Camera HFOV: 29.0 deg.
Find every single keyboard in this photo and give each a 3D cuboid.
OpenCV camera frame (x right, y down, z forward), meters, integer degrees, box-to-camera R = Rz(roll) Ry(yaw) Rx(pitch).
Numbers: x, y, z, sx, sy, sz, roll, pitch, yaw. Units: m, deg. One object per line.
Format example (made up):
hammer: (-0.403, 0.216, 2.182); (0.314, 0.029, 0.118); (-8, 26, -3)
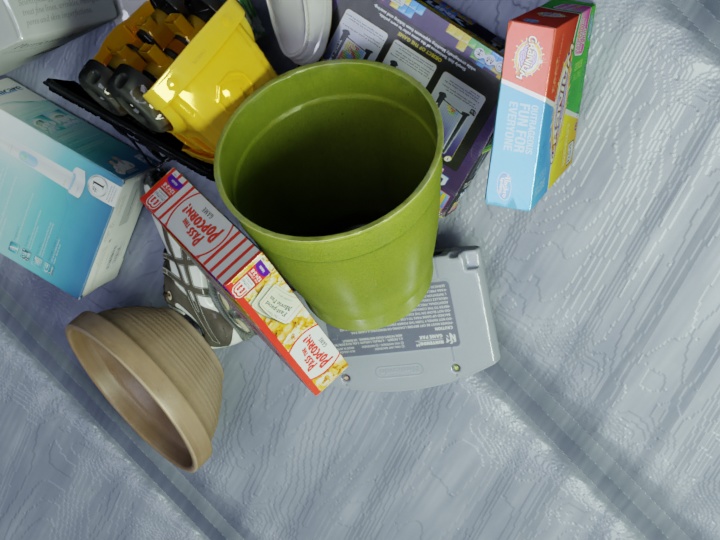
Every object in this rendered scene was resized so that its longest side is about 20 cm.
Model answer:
keyboard: (-0.223, -0.129, 1.396); (0.199, 0.104, 0.040); (30, 99, 7)

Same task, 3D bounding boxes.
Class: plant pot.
plant pot: (-0.011, -0.050, 1.253); (0.199, 0.202, 0.194); (7, 146, 17)
plant pot: (-0.206, 0.105, 1.443); (0.201, 0.093, 0.201); (41, 157, 21)

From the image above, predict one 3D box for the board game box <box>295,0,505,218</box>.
board game box: (0.043, -0.174, 1.319); (0.199, 0.057, 0.166); (34, 115, 7)

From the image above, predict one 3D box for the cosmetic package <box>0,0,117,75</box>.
cosmetic package: (-0.385, -0.279, 1.369); (0.199, 0.165, 0.166); (-18, 99, 29)

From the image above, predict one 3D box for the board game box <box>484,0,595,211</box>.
board game box: (0.158, -0.149, 1.208); (0.040, 0.200, 0.154); (11, 109, 15)

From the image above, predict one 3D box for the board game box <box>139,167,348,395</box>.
board game box: (-0.103, 0.012, 1.277); (0.046, 0.200, 0.151); (-42, 50, -6)

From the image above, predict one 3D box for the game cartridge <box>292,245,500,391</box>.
game cartridge: (0.035, 0.052, 1.374); (0.198, 0.041, 0.134); (-6, 100, 21)

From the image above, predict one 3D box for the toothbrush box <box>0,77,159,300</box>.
toothbrush box: (-0.333, -0.088, 1.457); (0.199, 0.085, 0.147); (28, 113, 9)

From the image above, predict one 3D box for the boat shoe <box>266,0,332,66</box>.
boat shoe: (-0.078, -0.289, 1.292); (0.070, 0.069, 0.202); (-15, 82, 43)

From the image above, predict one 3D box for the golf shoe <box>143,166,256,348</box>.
golf shoe: (-0.180, -0.006, 1.433); (0.094, 0.078, 0.201); (-30, 93, 24)

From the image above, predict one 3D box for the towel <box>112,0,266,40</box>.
towel: (-0.197, -0.294, 1.385); (0.152, 0.023, 0.201); (-23, 97, 24)

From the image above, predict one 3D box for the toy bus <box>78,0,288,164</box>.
toy bus: (-0.146, -0.165, 1.319); (0.192, 0.200, 0.136); (45, 77, -31)
